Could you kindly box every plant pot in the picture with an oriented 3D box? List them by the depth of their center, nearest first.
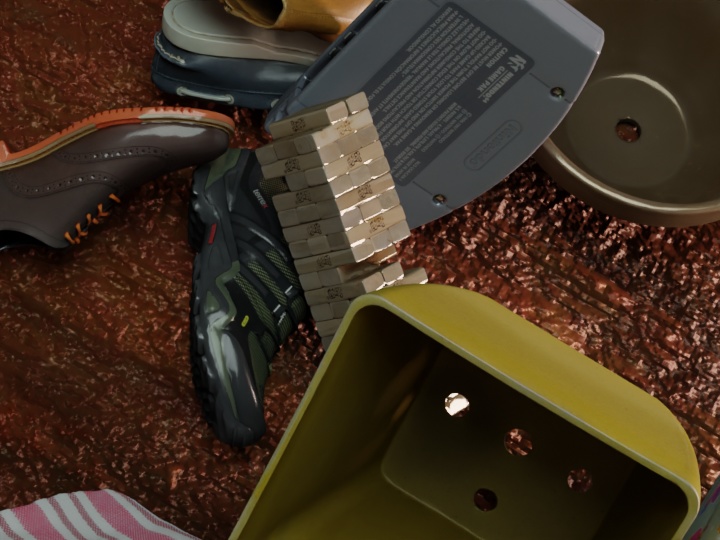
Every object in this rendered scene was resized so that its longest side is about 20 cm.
[{"bbox_3d":[0.066,0.120,1.190,0.199,0.201,0.176,31,21,7],"label":"plant pot"},{"bbox_3d":[0.183,-0.109,1.418,0.200,0.093,0.202,4,65,-8],"label":"plant pot"}]

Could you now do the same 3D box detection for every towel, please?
[{"bbox_3d":[-0.159,0.160,1.185,0.146,0.030,0.199,23,20,40],"label":"towel"}]

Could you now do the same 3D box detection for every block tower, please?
[{"bbox_3d":[0.000,0.000,1.310,0.054,0.058,0.201,-28,101,-42],"label":"block tower"}]

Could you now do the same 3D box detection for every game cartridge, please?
[{"bbox_3d":[0.048,-0.109,1.320,0.133,0.200,0.041,37,41,-14],"label":"game cartridge"}]

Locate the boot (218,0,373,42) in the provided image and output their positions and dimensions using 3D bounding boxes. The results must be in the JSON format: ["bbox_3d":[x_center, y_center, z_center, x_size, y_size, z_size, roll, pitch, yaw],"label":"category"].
[{"bbox_3d":[-0.062,-0.212,1.381,0.144,0.071,0.201,0,37,-47],"label":"boot"}]

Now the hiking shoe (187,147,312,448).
[{"bbox_3d":[-0.054,0.011,1.334,0.100,0.076,0.201,0,65,-6],"label":"hiking shoe"}]

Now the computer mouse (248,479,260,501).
[{"bbox_3d":[-0.050,0.211,1.257,0.109,0.044,0.201,26,56,-27],"label":"computer mouse"}]

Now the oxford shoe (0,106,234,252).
[{"bbox_3d":[-0.168,-0.048,1.332,0.199,0.071,0.073,-15,74,10],"label":"oxford shoe"}]

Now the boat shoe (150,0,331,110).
[{"bbox_3d":[-0.034,-0.124,1.399,0.199,0.062,0.075,6,40,-16],"label":"boat shoe"}]

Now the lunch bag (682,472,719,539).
[{"bbox_3d":[0.279,0.208,1.274,0.200,0.122,0.170,41,51,1],"label":"lunch bag"}]
